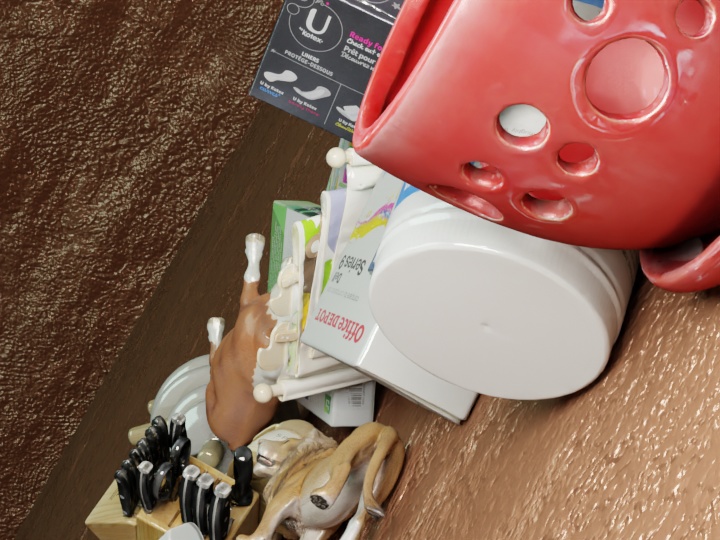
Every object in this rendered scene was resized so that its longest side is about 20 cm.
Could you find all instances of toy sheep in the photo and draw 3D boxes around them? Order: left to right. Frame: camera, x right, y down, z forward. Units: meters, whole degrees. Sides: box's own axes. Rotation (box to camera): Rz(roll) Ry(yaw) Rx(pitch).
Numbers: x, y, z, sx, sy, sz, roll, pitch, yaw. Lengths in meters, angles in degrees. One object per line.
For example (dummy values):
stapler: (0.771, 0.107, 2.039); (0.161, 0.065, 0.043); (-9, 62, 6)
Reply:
toy sheep: (-0.114, 0.132, 1.616); (0.138, 0.137, 0.200); (-60, 5, 15)

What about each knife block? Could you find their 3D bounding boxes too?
knife block: (-0.108, 0.190, 1.429); (0.175, 0.200, 0.064); (-6, 40, 48)

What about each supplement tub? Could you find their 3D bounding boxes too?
supplement tub: (0.091, -0.049, 1.030); (0.132, 0.132, 0.201); (-49, 16, 53)

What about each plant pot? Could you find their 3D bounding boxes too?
plant pot: (0.117, -0.101, 0.879); (0.201, 0.182, 0.201); (-59, 11, 19)

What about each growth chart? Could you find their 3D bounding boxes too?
growth chart: (0.000, 0.000, 1.343); (0.018, 0.144, 0.201); (39, 121, 44)

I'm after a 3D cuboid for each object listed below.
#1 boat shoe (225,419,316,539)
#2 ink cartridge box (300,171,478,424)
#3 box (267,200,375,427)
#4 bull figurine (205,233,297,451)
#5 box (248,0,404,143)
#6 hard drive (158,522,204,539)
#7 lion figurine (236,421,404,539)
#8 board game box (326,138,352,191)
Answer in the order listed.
boat shoe: (-0.070, 0.169, 1.501); (0.069, 0.074, 0.200); (-41, -5, -27)
ink cartridge box: (0.055, -0.017, 1.243); (0.201, 0.087, 0.145); (-65, 16, -2)
box: (-0.031, 0.028, 1.493); (0.200, 0.036, 0.145); (-155, 69, -69)
bull figurine: (-0.071, 0.053, 1.456); (0.200, 0.065, 0.122); (125, 150, -49)
box: (0.023, -0.193, 1.398); (0.200, 0.132, 0.115); (-66, 0, -46)
hard drive: (-0.133, 0.271, 1.415); (0.026, 0.132, 0.200); (-16, -15, -28)
lion figurine: (-0.015, 0.141, 1.299); (0.200, 0.073, 0.123); (-25, 22, 52)
board game box: (-0.021, -0.019, 1.643); (0.135, 0.034, 0.201); (-81, 6, -48)
